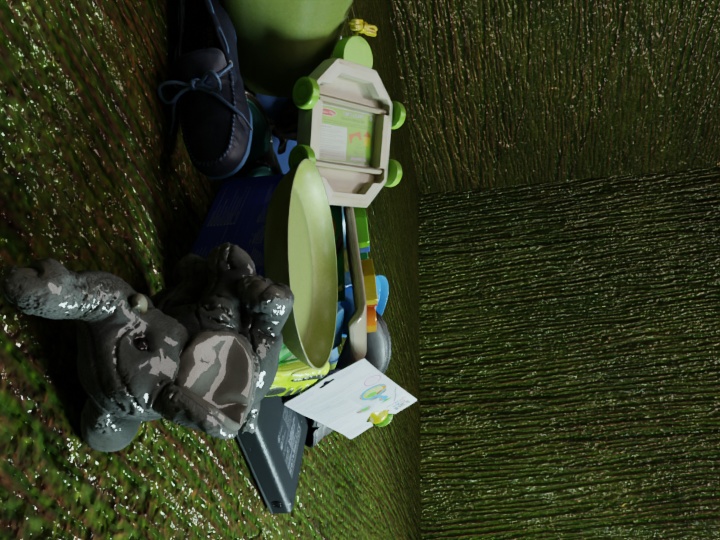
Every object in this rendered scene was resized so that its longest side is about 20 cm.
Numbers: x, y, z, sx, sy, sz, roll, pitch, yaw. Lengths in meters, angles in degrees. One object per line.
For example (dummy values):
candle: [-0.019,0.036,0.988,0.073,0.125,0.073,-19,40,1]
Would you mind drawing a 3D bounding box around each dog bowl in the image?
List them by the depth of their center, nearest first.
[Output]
dog bowl: [-0.035,0.068,0.968,0.200,0.050,0.112,-33,139,-43]

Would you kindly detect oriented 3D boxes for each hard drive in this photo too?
hard drive: [-0.108,0.176,0.798,0.140,0.033,0.200,-82,164,-51]

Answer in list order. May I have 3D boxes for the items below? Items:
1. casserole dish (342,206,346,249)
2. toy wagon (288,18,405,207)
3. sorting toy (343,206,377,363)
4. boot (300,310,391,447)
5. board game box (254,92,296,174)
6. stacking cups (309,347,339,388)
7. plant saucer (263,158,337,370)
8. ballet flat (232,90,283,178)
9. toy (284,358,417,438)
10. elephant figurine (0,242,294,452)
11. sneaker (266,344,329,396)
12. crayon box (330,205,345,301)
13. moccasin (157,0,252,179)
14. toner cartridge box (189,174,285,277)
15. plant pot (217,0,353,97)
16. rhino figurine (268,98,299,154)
casserole dish: [-0.046,-0.120,0.991,0.039,0.121,0.200,-13,132,-44]
toy wagon: [-0.012,-0.172,0.731,0.155,0.040,0.200,-1,96,-48]
sorting toy: [0.000,0.000,0.839,0.185,0.036,0.200,89,-2,-68]
boot: [-0.028,0.155,0.936,0.132,0.070,0.200,-19,123,-42]
board game box: [-0.119,-0.189,0.886,0.200,0.039,0.158,67,28,-56]
stacking cups: [-0.060,0.123,1.043,0.061,0.060,0.200,-28,111,-79]
plant saucer: [-0.056,-0.005,0.632,0.200,0.031,0.200,-4,90,-81]
ballet flat: [-0.131,-0.136,0.762,0.064,0.067,0.200,59,-9,37]
toy: [-0.011,0.161,0.877,0.200,0.115,0.047,48,13,-52]
elephant figurine: [-0.141,0.065,0.462,0.142,0.155,0.200,-52,175,25]
sneaker: [-0.112,0.086,0.683,0.084,0.074,0.200,58,18,25]
crayon box: [-0.063,-0.031,0.886,0.200,0.058,0.119,-143,-130,-78]
moccasin: [-0.152,-0.179,0.615,0.068,0.080,0.200,56,17,-64]
toner cartridge box: [-0.114,-0.028,0.670,0.200,0.095,0.043,-81,164,-51]
plant pot: [-0.084,-0.302,0.721,0.190,0.200,0.200,105,-9,-52]
rhino figurine: [-0.068,-0.193,0.825,0.200,0.087,0.060,-67,136,-62]
